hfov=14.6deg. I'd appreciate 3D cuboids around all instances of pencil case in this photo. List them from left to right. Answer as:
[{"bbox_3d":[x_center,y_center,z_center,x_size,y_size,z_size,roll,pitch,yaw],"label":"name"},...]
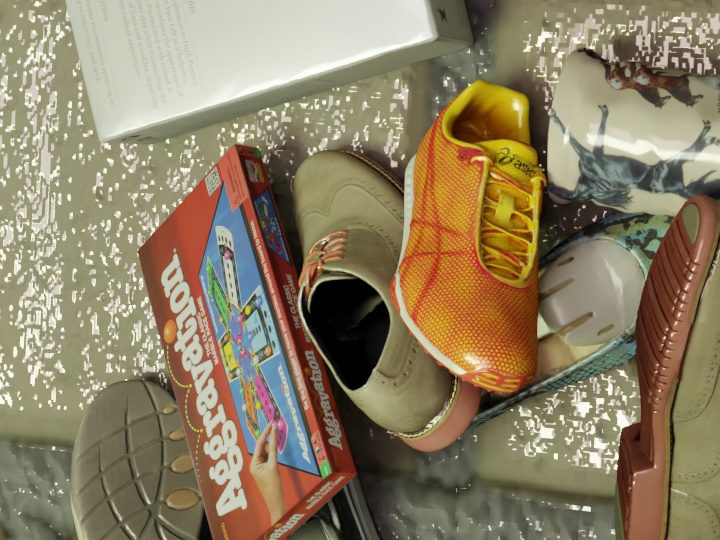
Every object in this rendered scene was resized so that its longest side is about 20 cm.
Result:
[{"bbox_3d":[0.185,-0.064,1.379,0.200,0.089,0.078,8,131,22],"label":"pencil case"}]

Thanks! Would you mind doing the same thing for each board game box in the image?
[{"bbox_3d":[-0.062,0.045,1.452,0.103,0.019,0.200,-46,50,39],"label":"board game box"}]

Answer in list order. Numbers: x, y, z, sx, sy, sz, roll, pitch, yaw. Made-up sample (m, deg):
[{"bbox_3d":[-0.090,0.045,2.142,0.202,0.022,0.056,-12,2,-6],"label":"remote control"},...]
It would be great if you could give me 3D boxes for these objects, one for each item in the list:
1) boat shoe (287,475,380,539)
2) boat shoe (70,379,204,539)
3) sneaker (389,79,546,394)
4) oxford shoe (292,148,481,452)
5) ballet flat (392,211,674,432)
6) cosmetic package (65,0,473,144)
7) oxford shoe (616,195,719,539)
[{"bbox_3d":[-0.035,0.131,1.475,0.072,0.071,0.200,-37,77,20],"label":"boat shoe"},{"bbox_3d":[-0.122,0.158,1.503,0.074,0.073,0.200,2,66,-16],"label":"boat shoe"},{"bbox_3d":[0.057,-0.021,1.376,0.073,0.200,0.077,16,129,-20],"label":"sneaker"},{"bbox_3d":[0.000,0.000,1.418,0.070,0.075,0.200,-45,44,18],"label":"oxford shoe"},{"bbox_3d":[0.089,0.031,1.425,0.200,0.074,0.074,-34,80,19],"label":"ballet flat"},{"bbox_3d":[-0.050,-0.139,1.472,0.200,0.074,0.102,-14,87,20],"label":"cosmetic package"},{"bbox_3d":[0.173,0.055,1.372,0.075,0.070,0.200,4,121,-4],"label":"oxford shoe"}]
